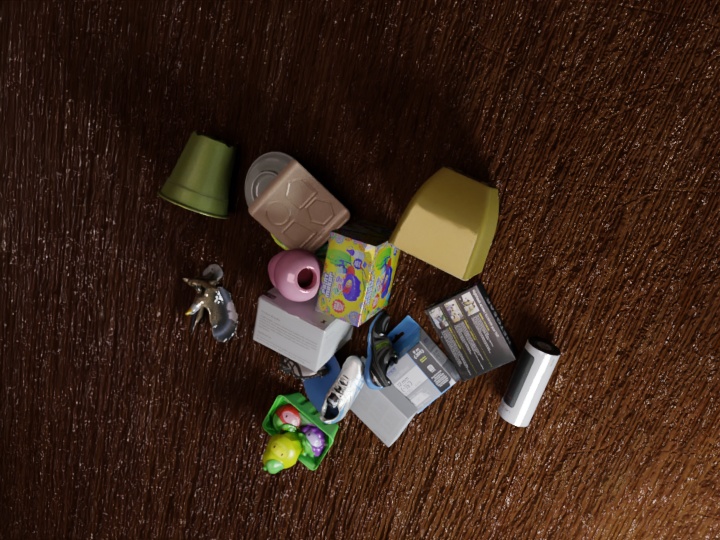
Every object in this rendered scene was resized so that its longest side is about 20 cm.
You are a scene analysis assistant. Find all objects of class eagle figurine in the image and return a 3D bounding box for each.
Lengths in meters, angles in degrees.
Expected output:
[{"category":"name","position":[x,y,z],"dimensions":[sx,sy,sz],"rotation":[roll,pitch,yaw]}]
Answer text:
[{"category":"eagle figurine","position":[-0.449,0.097,1.750],"dimensions":[0.152,0.150,0.201],"rotation":[-122,16,-46]}]

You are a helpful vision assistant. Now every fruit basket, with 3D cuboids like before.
[{"category":"fruit basket","position":[-0.186,0.459,1.654],"dimensions":[0.215,0.215,0.156],"rotation":[36,115,13]}]

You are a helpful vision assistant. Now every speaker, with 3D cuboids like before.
[{"category":"speaker","position":[0.392,0.261,1.401],"dimensions":[0.081,0.081,0.202],"rotation":[24,112,18]}]

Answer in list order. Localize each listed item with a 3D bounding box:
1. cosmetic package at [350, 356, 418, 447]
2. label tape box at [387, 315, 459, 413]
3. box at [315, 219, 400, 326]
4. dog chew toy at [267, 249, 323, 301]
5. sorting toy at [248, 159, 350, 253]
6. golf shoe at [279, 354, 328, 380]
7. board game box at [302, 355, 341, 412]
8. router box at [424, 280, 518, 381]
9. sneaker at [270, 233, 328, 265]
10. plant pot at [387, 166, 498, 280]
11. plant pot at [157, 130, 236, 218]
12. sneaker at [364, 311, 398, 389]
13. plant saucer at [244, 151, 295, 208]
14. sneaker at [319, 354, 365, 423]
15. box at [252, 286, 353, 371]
[{"category":"cosmetic package","position":[0.040,0.343,1.568],"dimensions":[0.200,0.052,0.151],"rotation":[42,134,16]},{"category":"label tape box","position":[0.135,0.238,1.525],"dimensions":[0.200,0.066,0.143],"rotation":[48,117,6]},{"category":"box","position":[0.000,0.000,1.459],"dimensions":[0.121,0.192,0.202],"rotation":[19,111,19]},{"category":"dog chew toy","position":[-0.169,0.004,1.477],"dimensions":[0.200,0.123,0.126],"rotation":[17,114,60]},{"category":"sorting toy","position":[-0.152,-0.148,1.498],"dimensions":[0.200,0.037,0.185],"rotation":[44,110,-12]},{"category":"golf shoe","position":[-0.160,0.239,1.629],"dimensions":[0.199,0.077,0.096],"rotation":[6,98,48]},{"category":"board game box","position":[-0.091,0.296,1.645],"dimensions":[0.200,0.039,0.159],"rotation":[-51,58,44]},{"category":"router box","position":[0.267,0.148,1.447],"dimensions":[0.148,0.051,0.201],"rotation":[-28,90,26]},{"category":"sneaker","position":[-0.148,-0.074,1.590],"dimensions":[0.199,0.074,0.084],"rotation":[25,87,21]},{"category":"plant pot","position":[0.207,-0.118,1.340],"dimensions":[0.193,0.195,0.202],"rotation":[27,106,17]},{"category":"plant pot","position":[-0.419,-0.264,1.611],"dimensions":[0.199,0.200,0.192],"rotation":[24,100,18]},{"category":"sneaker","position":[0.058,0.202,1.516],"dimensions":[0.082,0.071,0.202],"rotation":[-1,63,12]},{"category":"plant saucer","position":[-0.224,-0.202,1.540],"dimensions":[0.198,0.050,0.202],"rotation":[5,103,24]},{"category":"sneaker","position":[-0.045,0.305,1.517],"dimensions":[0.072,0.072,0.201],"rotation":[31,111,22]},{"category":"box","position":[-0.138,0.124,1.545],"dimensions":[0.198,0.200,0.132],"rotation":[24,119,18]}]
